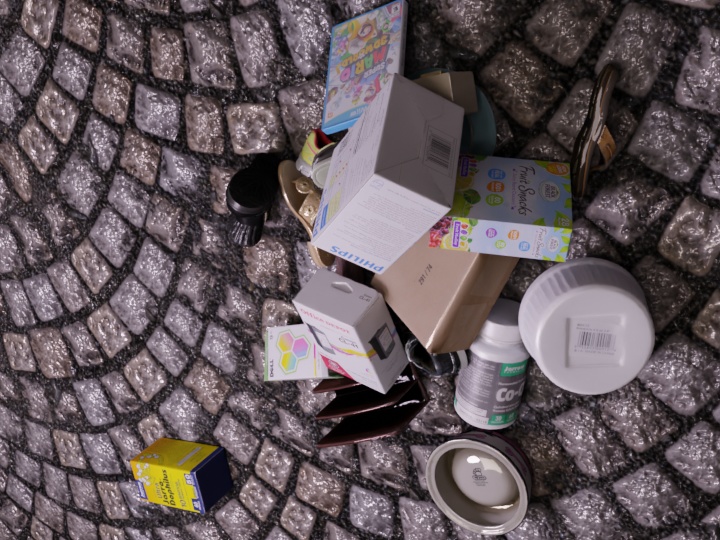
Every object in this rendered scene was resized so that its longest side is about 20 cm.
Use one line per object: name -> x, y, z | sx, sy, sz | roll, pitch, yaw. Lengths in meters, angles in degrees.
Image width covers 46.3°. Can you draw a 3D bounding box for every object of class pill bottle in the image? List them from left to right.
pill bottle -> 0.226, 0.156, 1.419 | 0.113, 0.113, 0.201 | 18, 120, 23

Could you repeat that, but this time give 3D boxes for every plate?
plate -> 0.123, -0.226, 1.369 | 0.199, 0.026, 0.201 | 12, 115, 26

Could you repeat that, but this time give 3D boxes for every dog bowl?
dog bowl -> 0.223, 0.379, 1.543 | 0.199, 0.074, 0.201 | 13, 117, 27

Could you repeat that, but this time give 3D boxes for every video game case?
video game case -> 0.007, -0.320, 1.323 | 0.143, 0.018, 0.201 | -11, 63, 34

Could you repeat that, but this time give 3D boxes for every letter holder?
letter holder -> 0.001, 0.249, 1.576 | 0.199, 0.142, 0.101 | -18, 101, 35

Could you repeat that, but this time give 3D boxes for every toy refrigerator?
toy refrigerator -> 0.076, -0.264, 1.317 | 0.199, 0.076, 0.070 | -3, 100, 38

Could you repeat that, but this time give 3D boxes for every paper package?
paper package -> 0.131, -0.003, 1.354 | 0.191, 0.103, 0.201 | 48, 123, 40

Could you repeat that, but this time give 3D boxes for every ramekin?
ramekin -> 0.346, 0.090, 1.281 | 0.199, 0.098, 0.201 | 1, 110, 3

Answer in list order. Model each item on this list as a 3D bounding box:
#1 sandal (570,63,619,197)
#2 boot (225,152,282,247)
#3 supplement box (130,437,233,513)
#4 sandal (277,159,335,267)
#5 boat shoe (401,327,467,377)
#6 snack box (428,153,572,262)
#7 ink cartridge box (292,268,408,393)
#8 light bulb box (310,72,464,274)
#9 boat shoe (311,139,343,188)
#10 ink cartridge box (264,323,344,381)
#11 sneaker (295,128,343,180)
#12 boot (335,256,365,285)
sandal -> 0.349, -0.197, 1.227 | 0.054, 0.082, 0.201 | 12, 111, 2
boot -> -0.203, -0.106, 1.513 | 0.079, 0.211, 0.158 | 29, 119, -1
supplement box -> -0.412, 0.469, 1.941 | 0.199, 0.109, 0.109 | 1, 111, 31
sandal -> -0.073, -0.105, 1.509 | 0.069, 0.078, 0.212 | -3, 117, 36
boat shoe -> 0.110, 0.135, 1.454 | 0.200, 0.060, 0.076 | 7, 116, 69
snack box -> 0.208, -0.098, 1.247 | 0.199, 0.169, 0.068 | 7, 132, 5
ink cartridge box -> -0.015, 0.107, 1.467 | 0.147, 0.086, 0.200 | 21, 150, 35
light bulb box -> 0.039, -0.136, 1.222 | 0.124, 0.199, 0.200 | 24, 144, -17
boat shoe -> 0.015, -0.195, 1.374 | 0.200, 0.061, 0.072 | -16, 133, 9
ink cartridge box -> -0.127, 0.160, 1.642 | 0.199, 0.059, 0.104 | -7, 79, 33
sneaker -> -0.021, -0.180, 1.445 | 0.199, 0.078, 0.091 | 27, 118, 18
boot -> 0.000, 0.000, 1.479 | 0.186, 0.064, 0.201 | -132, 41, -61
